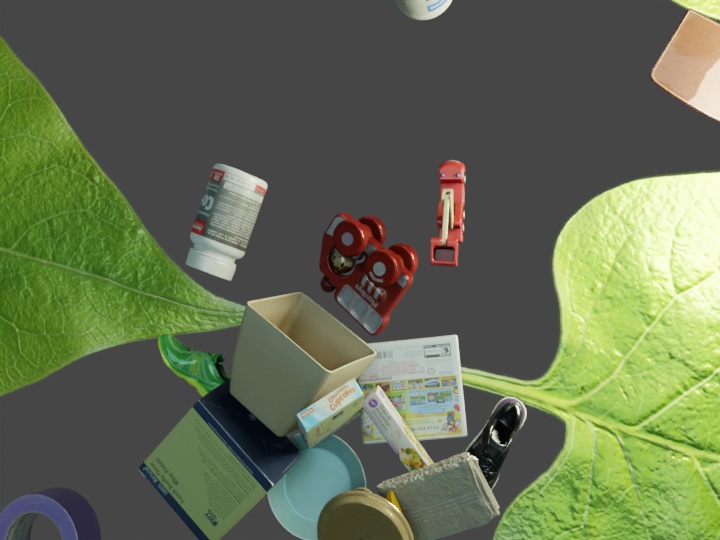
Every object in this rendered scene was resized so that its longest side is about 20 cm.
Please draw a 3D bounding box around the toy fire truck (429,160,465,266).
[{"bbox_3d":[0.159,-0.105,1.418,0.048,0.141,0.205,2,85,12],"label":"toy fire truck"}]

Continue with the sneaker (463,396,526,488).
[{"bbox_3d":[0.226,0.318,1.390,0.075,0.087,0.203,25,91,13],"label":"sneaker"}]

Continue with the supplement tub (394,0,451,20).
[{"bbox_3d":[0.106,-0.562,1.444,0.129,0.200,0.135,-1,84,13],"label":"supplement tub"}]

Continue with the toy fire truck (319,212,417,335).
[{"bbox_3d":[0.000,0.000,1.469,0.199,0.112,0.169,41,112,14],"label":"toy fire truck"}]

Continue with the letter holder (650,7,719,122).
[{"bbox_3d":[0.613,-0.329,1.362,0.198,0.100,0.144,32,94,13],"label":"letter holder"}]

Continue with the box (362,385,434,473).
[{"bbox_3d":[0.073,0.305,1.425,0.038,0.041,0.202,-35,92,13],"label":"box"}]

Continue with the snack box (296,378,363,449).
[{"bbox_3d":[-0.054,0.256,1.386,0.115,0.201,0.037,-31,74,-13],"label":"snack box"}]

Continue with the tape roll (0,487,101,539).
[{"bbox_3d":[-0.623,0.541,1.559,0.195,0.085,0.205,-1,84,13],"label":"tape roll"}]

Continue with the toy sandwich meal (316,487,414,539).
[{"bbox_3d":[0.016,0.476,1.399,0.200,0.070,0.210,5,105,18],"label":"toy sandwich meal"}]

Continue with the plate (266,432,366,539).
[{"bbox_3d":[-0.082,0.405,1.482,0.195,0.026,0.206,-1,84,13],"label":"plate"}]

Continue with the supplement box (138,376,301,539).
[{"bbox_3d":[-0.255,0.349,1.435,0.200,0.134,0.200,46,111,6],"label":"supplement box"}]

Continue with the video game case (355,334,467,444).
[{"bbox_3d":[0.093,0.222,1.463,0.195,0.023,0.187,-6,83,11],"label":"video game case"}]

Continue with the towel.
[{"bbox_3d":[0.137,0.407,1.395,0.197,0.035,0.135,-23,101,20],"label":"towel"}]

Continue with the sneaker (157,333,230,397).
[{"bbox_3d":[-0.308,0.185,1.532,0.199,0.074,0.084,39,96,4],"label":"sneaker"}]

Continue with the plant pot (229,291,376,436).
[{"bbox_3d":[-0.122,0.178,1.430,0.198,0.199,0.179,36,109,19],"label":"plant pot"}]

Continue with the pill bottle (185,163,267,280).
[{"bbox_3d":[-0.263,-0.092,1.524,0.112,0.114,0.204,19,88,13],"label":"pill bottle"}]
